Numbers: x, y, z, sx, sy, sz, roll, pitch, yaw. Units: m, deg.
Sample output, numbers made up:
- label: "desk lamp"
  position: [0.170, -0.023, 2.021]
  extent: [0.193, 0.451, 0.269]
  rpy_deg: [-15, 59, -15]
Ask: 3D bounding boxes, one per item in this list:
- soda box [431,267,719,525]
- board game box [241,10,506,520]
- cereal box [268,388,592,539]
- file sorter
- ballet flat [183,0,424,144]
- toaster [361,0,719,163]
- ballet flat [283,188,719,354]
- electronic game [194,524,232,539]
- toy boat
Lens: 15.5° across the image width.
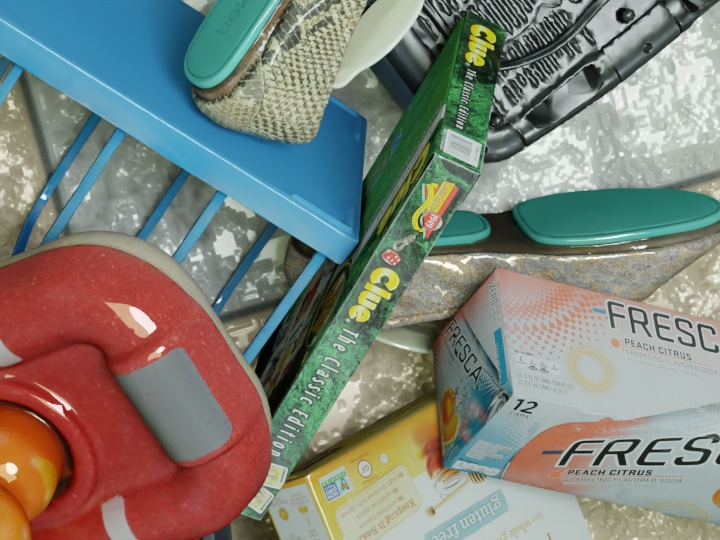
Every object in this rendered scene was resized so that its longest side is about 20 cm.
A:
- label: "soda box"
  position: [0.132, 0.061, 1.148]
  extent: [0.199, 0.064, 0.069]
  rpy_deg: [13, 50, -23]
- label: "board game box"
  position: [0.000, 0.000, 1.057]
  extent: [0.023, 0.105, 0.200]
  rpy_deg: [27, 127, -7]
- label: "cereal box"
  position: [0.051, 0.156, 1.145]
  extent: [0.144, 0.039, 0.201]
  rpy_deg: [-27, 96, -43]
- label: "file sorter"
  position: [-0.113, -0.045, 1.082]
  extent: [0.200, 0.139, 0.123]
  rpy_deg: [31, 111, -11]
- label: "ballet flat"
  position: [0.005, -0.139, 1.021]
  extent: [0.075, 0.068, 0.201]
  rpy_deg: [24, 98, -33]
- label: "toaster"
  position: [0.067, -0.157, 1.115]
  extent: [0.181, 0.119, 0.200]
  rpy_deg: [-39, 101, -3]
- label: "ballet flat"
  position: [0.065, 0.003, 1.169]
  extent: [0.199, 0.068, 0.068]
  rpy_deg: [-3, 114, -3]
- label: "electronic game"
  position: [-0.119, 0.159, 1.083]
  extent: [0.042, 0.200, 0.201]
  rpy_deg: [29, 91, -31]
- label: "toy boat"
  position: [-0.138, 0.079, 1.000]
  extent: [0.199, 0.131, 0.131]
  rpy_deg: [-21, 115, 28]
